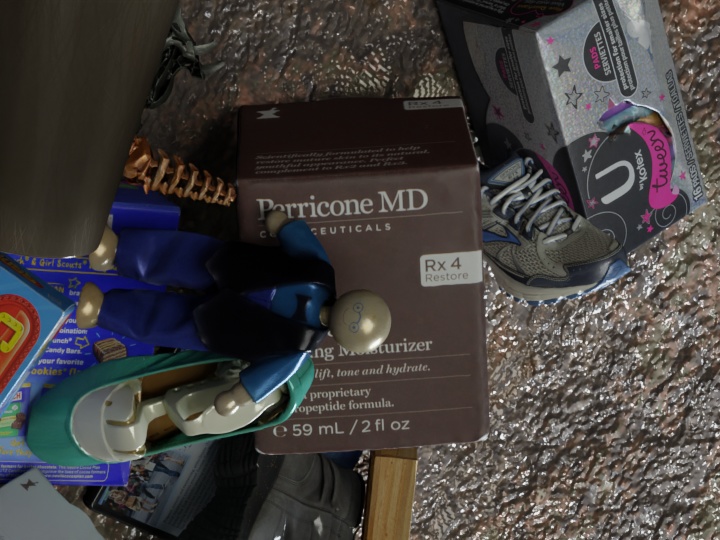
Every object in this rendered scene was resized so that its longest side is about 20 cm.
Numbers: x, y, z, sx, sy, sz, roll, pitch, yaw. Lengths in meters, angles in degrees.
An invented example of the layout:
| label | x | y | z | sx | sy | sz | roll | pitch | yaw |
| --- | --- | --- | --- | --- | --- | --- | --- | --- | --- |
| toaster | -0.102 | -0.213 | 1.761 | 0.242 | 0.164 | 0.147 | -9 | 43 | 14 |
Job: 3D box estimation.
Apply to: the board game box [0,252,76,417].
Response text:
| label | x | y | z | sx | sy | sz | roll | pitch | yaw |
| --- | --- | --- | --- | --- | --- | --- | --- | --- | --- |
| board game box | -0.313 | 0.047 | 1.376 | 0.195 | 0.056 | 0.201 | 35 | 92 | -2 |

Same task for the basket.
| label | x | y | z | sx | sy | sz | roll | pitch | yaw |
| --- | --- | --- | --- | --- | --- | --- | --- | --- | --- |
| basket | -0.191 | -0.120 | 1.325 | 0.180 | 0.135 | 0.202 | -10 | 118 | -58 |

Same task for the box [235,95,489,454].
| label | x | y | z | sx | sy | sz | roll | pitch | yaw |
| --- | --- | --- | --- | --- | --- | --- | --- | --- | --- |
| box | 0.000 | 0.000 | 1.534 | 0.164 | 0.164 | 0.202 | -4 | 112 | 0 |

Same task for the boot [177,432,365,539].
| label | x | y | z | sx | sy | sz | roll | pitch | yaw |
| --- | --- | --- | --- | --- | --- | --- | --- | --- | --- |
| boot | -0.062 | 0.207 | 1.602 | 0.132 | 0.069 | 0.201 | 44 | 59 | -35 |

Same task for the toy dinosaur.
| label | x | y | z | sx | sy | sz | roll | pitch | yaw |
| --- | --- | --- | --- | --- | --- | --- | --- | --- | --- |
| toy dinosaur | -0.162 | -0.114 | 1.436 | 0.200 | 0.102 | 0.136 | 41 | 83 | -14 |

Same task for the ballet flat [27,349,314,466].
| label | x | y | z | sx | sy | sz | roll | pitch | yaw |
| --- | --- | --- | --- | --- | --- | --- | --- | --- | --- |
| ballet flat | -0.127 | 0.088 | 1.436 | 0.198 | 0.070 | 0.068 | -16 | 106 | 3 |

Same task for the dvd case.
| label | x | y | z | sx | sy | sz | roll | pitch | yaw |
| --- | --- | --- | --- | --- | --- | --- | --- | --- | --- |
| dvd case | -0.095 | 0.144 | 1.647 | 0.199 | 0.018 | 0.144 | 28 | 92 | -37 |

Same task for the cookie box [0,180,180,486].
| label | x | y | z | sx | sy | sz | roll | pitch | yaw |
| --- | --- | --- | --- | --- | --- | --- | --- | --- | --- |
| cookie box | -0.224 | 0.038 | 1.492 | 0.170 | 0.075 | 0.202 | 5 | 106 | -32 |

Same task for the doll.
| label | x | y | z | sx | sy | sz | roll | pitch | yaw |
| --- | --- | --- | --- | --- | --- | --- | --- | --- | --- |
| doll | -0.077 | 0.024 | 1.403 | 0.048 | 0.198 | 0.138 | 59 | 39 | -71 |

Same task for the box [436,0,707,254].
| label | x | y | z | sx | sy | sz | roll | pitch | yaw |
| --- | --- | --- | --- | --- | --- | --- | --- | --- | --- |
| box | 0.157 | -0.124 | 1.638 | 0.114 | 0.132 | 0.201 | -32 | 121 | -21 |

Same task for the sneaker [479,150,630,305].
| label | x | y | z | sx | sy | sz | roll | pitch | yaw |
| --- | --- | --- | --- | --- | --- | --- | --- | --- | --- |
| sneaker | 0.113 | -0.037 | 1.599 | 0.077 | 0.199 | 0.086 | -28 | 120 | -29 |

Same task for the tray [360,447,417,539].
| label | x | y | z | sx | sy | sz | roll | pitch | yaw |
| --- | --- | --- | --- | --- | --- | --- | --- | --- | --- |
| tray | 0.015 | 0.229 | 1.680 | 0.037 | 0.099 | 0.202 | 5 | 98 | 0 |

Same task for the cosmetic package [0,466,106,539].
| label | x | y | z | sx | sy | sz | roll | pitch | yaw |
| --- | --- | --- | --- | --- | --- | --- | --- | --- | --- |
| cosmetic package | -0.219 | 0.245 | 1.498 | 0.081 | 0.113 | 0.201 | -30 | 145 | -33 |
